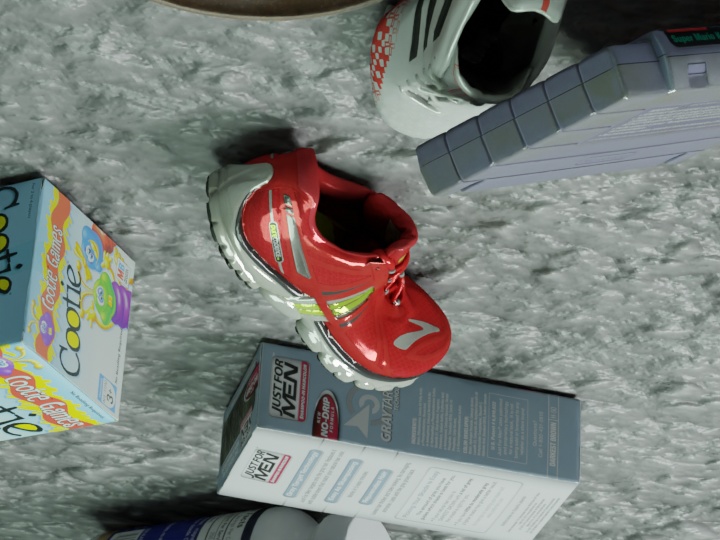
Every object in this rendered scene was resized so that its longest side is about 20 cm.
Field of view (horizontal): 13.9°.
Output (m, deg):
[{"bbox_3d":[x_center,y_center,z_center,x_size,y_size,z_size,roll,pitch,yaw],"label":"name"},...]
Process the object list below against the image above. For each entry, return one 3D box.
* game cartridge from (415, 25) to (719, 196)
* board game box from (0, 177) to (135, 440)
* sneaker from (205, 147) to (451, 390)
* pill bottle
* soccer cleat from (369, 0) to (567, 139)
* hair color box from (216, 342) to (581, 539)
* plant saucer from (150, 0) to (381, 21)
[{"bbox_3d":[0.135,-0.078,1.383,0.130,0.038,0.200,-31,165,39],"label":"game cartridge"},{"bbox_3d":[-0.239,0.033,1.630,0.200,0.105,0.103,-10,148,25],"label":"board game box"},{"bbox_3d":[0.000,0.000,1.580,0.085,0.077,0.200,-20,143,27],"label":"sneaker"},{"bbox_3d":[-0.080,0.215,1.917,0.200,0.116,0.116,-10,147,23],"label":"pill bottle"},{"bbox_3d":[0.051,-0.104,1.379,0.069,0.085,0.200,12,149,-15],"label":"soccer cleat"},{"bbox_3d":[0.023,0.106,1.772,0.200,0.061,0.099,10,149,-13],"label":"hair color box"},{"bbox_3d":[-0.050,-0.181,1.306,0.200,0.037,0.200,2,151,1],"label":"plant saucer"}]
